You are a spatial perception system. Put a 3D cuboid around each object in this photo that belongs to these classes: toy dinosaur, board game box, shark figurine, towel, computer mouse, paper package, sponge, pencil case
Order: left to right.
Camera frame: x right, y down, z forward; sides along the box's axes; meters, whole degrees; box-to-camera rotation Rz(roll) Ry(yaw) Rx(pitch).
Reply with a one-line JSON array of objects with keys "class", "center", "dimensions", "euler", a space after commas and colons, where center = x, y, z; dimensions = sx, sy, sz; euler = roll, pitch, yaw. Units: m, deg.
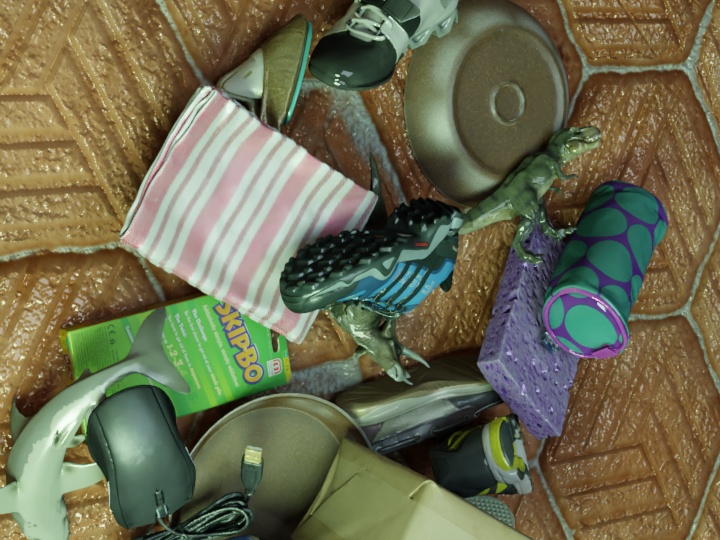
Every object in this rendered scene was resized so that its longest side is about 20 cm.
[{"class": "shark figurine", "center": [-0.236, 0.115, 1.191], "dimensions": [0.127, 0.090, 0.216], "euler": [19, 111, -45]}, {"class": "board game box", "center": [-0.151, 0.072, 1.285], "dimensions": [0.198, 0.030, 0.097], "euler": [-14, 103, -29]}, {"class": "computer mouse", "center": [-0.137, 0.163, 1.204], "dimensions": [0.139, 0.046, 0.202], "euler": [-19, 134, -19]}, {"class": "towel", "center": [-0.086, -0.043, 1.252], "dimensions": [0.199, 0.030, 0.148], "euler": [32, 84, -32]}, {"class": "toy dinosaur", "center": [0.000, 0.000, 1.365], "dimensions": [0.102, 0.076, 0.203], "euler": [7, 80, -50]}, {"class": "paper package", "center": [0.070, 0.243, 1.281], "dimensions": [0.199, 0.190, 0.104], "euler": [32, 82, -24]}, {"class": "toy dinosaur", "center": [0.156, -0.057, 1.430], "dimensions": [0.199, 0.047, 0.089], "euler": [-36, 100, -24]}, {"class": "sponge", "center": [0.170, 0.049, 1.448], "dimensions": [0.112, 0.030, 0.201], "euler": [49, 42, -28]}, {"class": "pencil case", "center": [0.234, -0.001, 1.457], "dimensions": [0.093, 0.084, 0.201], "euler": [61, 36, -25]}]

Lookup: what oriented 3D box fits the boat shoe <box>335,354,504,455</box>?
[{"class": "boat shoe", "center": [0.066, 0.127, 1.415], "dimensions": [0.198, 0.072, 0.066], "euler": [-13, 111, -32]}]

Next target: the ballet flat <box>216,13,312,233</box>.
[{"class": "ballet flat", "center": [-0.092, -0.122, 1.294], "dimensions": [0.071, 0.068, 0.203], "euler": [10, 93, -16]}]

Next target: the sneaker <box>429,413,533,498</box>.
[{"class": "sneaker", "center": [0.109, 0.172, 1.411], "dimensions": [0.084, 0.200, 0.075], "euler": [-13, 75, 8]}]

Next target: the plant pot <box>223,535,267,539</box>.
[{"class": "plant pot", "center": [-0.058, 0.342, 1.245], "dimensions": [0.199, 0.200, 0.181], "euler": [31, 93, -33]}]

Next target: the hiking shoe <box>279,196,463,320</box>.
[{"class": "hiking shoe", "center": [0.017, 0.008, 1.279], "dimensions": [0.199, 0.074, 0.088], "euler": [-23, 119, -38]}]

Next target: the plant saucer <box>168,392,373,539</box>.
[{"class": "plant saucer", "center": [-0.077, 0.201, 1.329], "dimensions": [0.198, 0.034, 0.203], "euler": [-5, 102, -26]}]

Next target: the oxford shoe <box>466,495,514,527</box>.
[{"class": "oxford shoe", "center": [0.069, 0.281, 1.439], "dimensions": [0.199, 0.075, 0.058], "euler": [-38, 157, -34]}]

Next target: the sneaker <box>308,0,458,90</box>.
[{"class": "sneaker", "center": [0.023, -0.227, 1.316], "dimensions": [0.200, 0.074, 0.089], "euler": [-45, 155, -43]}]

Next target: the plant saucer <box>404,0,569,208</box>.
[{"class": "plant saucer", "center": [0.131, -0.158, 1.450], "dimensions": [0.198, 0.037, 0.203], "euler": [-3, 96, -33]}]
